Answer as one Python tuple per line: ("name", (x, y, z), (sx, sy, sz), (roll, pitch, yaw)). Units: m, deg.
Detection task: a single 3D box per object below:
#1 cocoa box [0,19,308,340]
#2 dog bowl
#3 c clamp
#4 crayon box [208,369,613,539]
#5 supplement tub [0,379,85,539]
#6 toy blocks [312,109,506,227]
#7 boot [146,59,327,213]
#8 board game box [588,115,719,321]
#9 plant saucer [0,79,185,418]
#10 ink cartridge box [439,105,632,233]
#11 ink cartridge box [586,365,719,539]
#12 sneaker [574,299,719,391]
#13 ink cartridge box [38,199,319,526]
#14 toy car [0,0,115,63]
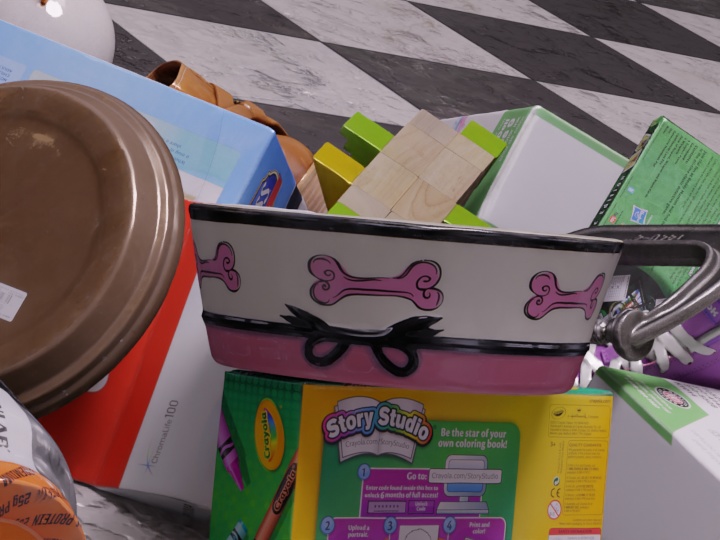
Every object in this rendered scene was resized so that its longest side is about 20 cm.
("cocoa box", (-0.149, -0.032, 1.485), (0.200, 0.133, 0.131), (22, -17, 15))
("dog bowl", (0.018, 0.013, 1.258), (0.200, 0.074, 0.200), (6, 1, 0))
("c clamp", (0.113, 0.022, 1.491), (0.200, 0.027, 0.171), (-4, 26, 45))
("crayon box", (0.026, 0.109, 1.279), (0.200, 0.119, 0.058), (4, 1, -40))
("supplement tub", (-0.194, 0.084, 1.136), (0.122, 0.123, 0.200), (7, 18, -34))
("toy blocks", (0.000, 0.000, 1.520), (0.100, 0.137, 0.200), (34, 29, 3))
("boot", (-0.077, -0.072, 1.747), (0.155, 0.074, 0.200), (37, -9, -11))
("board game box", (0.164, 0.022, 1.587), (0.105, 0.200, 0.023), (34, -12, -6))
("plant saucer", (-0.184, -0.013, 1.373), (0.200, 0.200, 0.029), (27, -15, 31))
("ink cartridge box", (0.110, -0.028, 1.695), (0.145, 0.088, 0.200), (29, -11, -16))
("ink cartridge box", (0.220, 0.132, 1.466), (0.200, 0.084, 0.146), (11, 22, -36))
("sneaker", (0.151, 0.041, 1.507), (0.200, 0.114, 0.073), (-8, 56, -19))
("ink cartridge box", (-0.075, 0.039, 1.359), (0.200, 0.160, 0.047), (19, -18, 0))
("toy car", (-0.202, -0.120, 1.679), (0.184, 0.200, 0.177), (17, 16, -6))
